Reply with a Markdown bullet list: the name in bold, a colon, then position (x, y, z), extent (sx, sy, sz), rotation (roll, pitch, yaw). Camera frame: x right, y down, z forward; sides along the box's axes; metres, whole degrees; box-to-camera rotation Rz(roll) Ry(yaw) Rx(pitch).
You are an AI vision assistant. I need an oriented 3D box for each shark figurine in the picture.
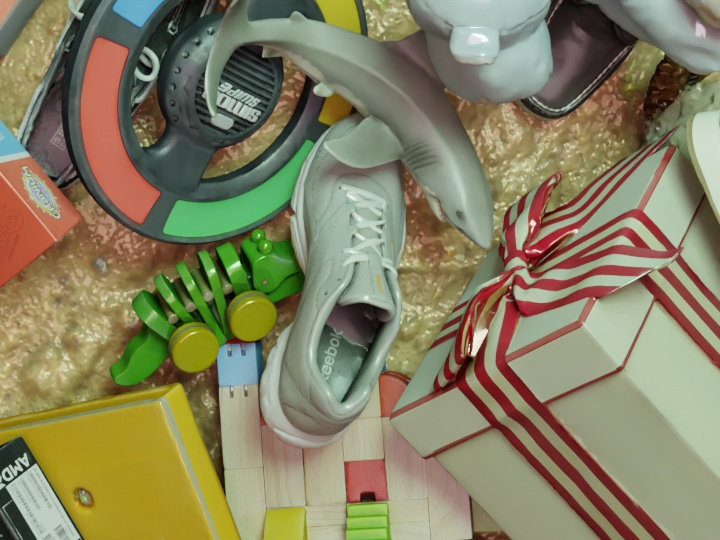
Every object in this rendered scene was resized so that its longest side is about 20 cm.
- **shark figurine**: position (0.007, -0.117, 0.851), extent (0.213, 0.129, 0.089), rotation (30, 129, -29)

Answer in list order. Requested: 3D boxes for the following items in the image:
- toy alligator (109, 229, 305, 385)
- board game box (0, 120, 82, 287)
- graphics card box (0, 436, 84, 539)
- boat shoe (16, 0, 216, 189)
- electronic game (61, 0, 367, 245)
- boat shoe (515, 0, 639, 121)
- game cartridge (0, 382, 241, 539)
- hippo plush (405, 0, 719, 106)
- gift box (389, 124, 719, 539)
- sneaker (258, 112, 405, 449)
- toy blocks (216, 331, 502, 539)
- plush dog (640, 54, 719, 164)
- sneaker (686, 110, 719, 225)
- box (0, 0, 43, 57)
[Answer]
- **toy alligator**: position (-0.071, 0.003, 0.922), extent (0.198, 0.059, 0.055), rotation (-29, 129, -6)
- **board game box**: position (-0.284, -0.028, 0.891), extent (0.199, 0.040, 0.153), rotation (-36, 101, 23)
- **graphics card box**: position (-0.208, 0.213, 0.934), extent (0.125, 0.051, 0.201), rotation (-26, 99, 35)
- **boat shoe**: position (-0.144, -0.134, 0.895), extent (0.073, 0.068, 0.200), rotation (37, 97, -9)
- **electronic game**: position (-0.079, -0.108, 0.873), extent (0.198, 0.042, 0.202), rotation (-21, 128, -29)
- **boat shoe**: position (0.156, -0.179, 0.904), extent (0.071, 0.066, 0.202), rotation (34, 97, -9)
- **game cartridge**: position (-0.144, 0.176, 0.932), extent (0.175, 0.032, 0.202), rotation (-12, 106, 32)
- **hippo plush**: position (0.107, -0.149, 0.772), extent (0.160, 0.201, 0.160), rotation (-35, 64, -8)
- **gift box**: position (0.151, 0.044, 0.863), extent (0.187, 0.185, 0.199), rotation (45, 132, -11)
- **sneaker**: position (0.000, 0.000, 0.872), extent (0.075, 0.092, 0.203), rotation (14, 73, -20)
- **toy blocks**: position (-0.008, 0.098, 0.942), extent (0.197, 0.100, 0.139), rotation (-4, 88, 7)
- **plush dog**: position (0.250, -0.061, 0.905), extent (0.170, 0.160, 0.203), rotation (-7, 101, 24)
- **sneaker**: position (0.251, -0.008, 0.796), extent (0.089, 0.067, 0.202), rotation (-26, 87, 32)
- **box**: position (-0.254, -0.228, 0.857), extent (0.199, 0.098, 0.125), rotation (37, 97, -9)
